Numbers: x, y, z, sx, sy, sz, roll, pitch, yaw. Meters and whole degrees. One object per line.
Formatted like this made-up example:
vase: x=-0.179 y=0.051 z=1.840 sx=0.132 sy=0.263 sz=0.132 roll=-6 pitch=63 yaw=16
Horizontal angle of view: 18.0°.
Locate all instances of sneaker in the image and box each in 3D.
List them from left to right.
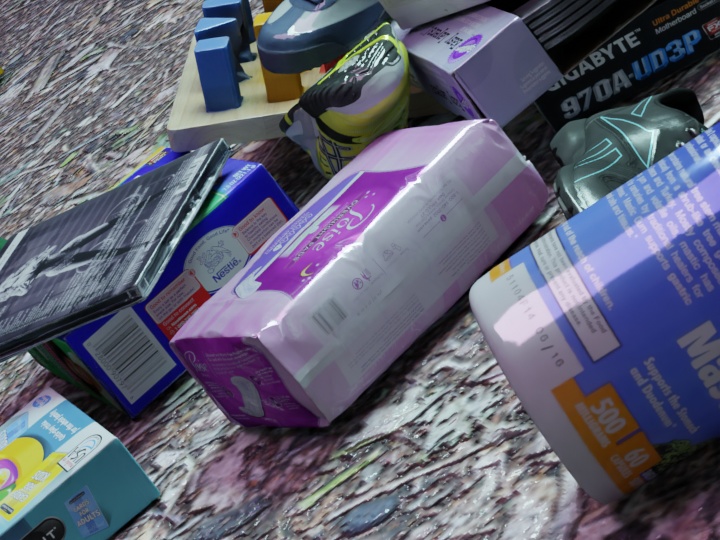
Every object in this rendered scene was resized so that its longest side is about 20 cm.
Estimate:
sneaker: x=0.001 y=-0.208 z=1.432 sx=0.200 sy=0.082 sz=0.070 roll=-44 pitch=44 yaw=-20
sneaker: x=0.007 y=-0.095 z=1.388 sx=0.075 sy=0.076 sz=0.200 roll=-41 pitch=1 yaw=-8
sneaker: x=0.141 y=-0.043 z=1.125 sx=0.079 sy=0.075 sz=0.200 roll=-29 pitch=21 yaw=12

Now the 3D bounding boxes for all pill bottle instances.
pill bottle: x=0.155 y=0.001 z=0.948 sx=0.200 sy=0.112 sz=0.112 roll=-33 pitch=20 yaw=8

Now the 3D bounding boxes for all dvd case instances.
dvd case: x=-0.179 y=-0.002 z=1.417 sx=0.200 sy=0.016 sz=0.149 roll=-22 pitch=28 yaw=35

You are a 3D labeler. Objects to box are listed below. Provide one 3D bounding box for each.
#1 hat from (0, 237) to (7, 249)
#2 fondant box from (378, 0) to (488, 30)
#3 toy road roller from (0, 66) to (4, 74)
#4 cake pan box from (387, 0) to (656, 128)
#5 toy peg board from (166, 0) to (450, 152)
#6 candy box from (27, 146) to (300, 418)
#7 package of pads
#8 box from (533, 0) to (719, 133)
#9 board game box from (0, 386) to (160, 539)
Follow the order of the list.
hat: x=-0.352 y=0.073 z=1.752 sx=0.199 sy=0.177 sz=0.166 roll=3 pitch=19 yaw=-4
fondant box: x=0.106 y=-0.238 z=1.362 sx=0.144 sy=0.058 sz=0.200 roll=-12 pitch=33 yaw=53
toy road roller: x=-0.498 y=-0.208 z=2.478 sx=0.200 sy=0.123 sz=0.146 roll=-41 pitch=9 yaw=-12
cake pan box: x=0.112 y=-0.168 z=1.354 sx=0.184 sy=0.052 sz=0.200 roll=-41 pitch=18 yaw=0
toy peg board: x=-0.034 y=-0.176 z=1.571 sx=0.199 sy=0.098 sz=0.200 roll=-8 pitch=24 yaw=6
candy box: x=-0.139 y=0.001 z=1.476 sx=0.169 sy=0.077 sz=0.200 roll=-42 pitch=20 yaw=-14
package of pads: x=0.000 y=0.000 z=1.254 sx=0.200 sy=0.076 sz=0.120 roll=-45 pitch=18 yaw=-25
box: x=0.196 y=-0.176 z=1.374 sx=0.200 sy=0.046 sz=0.159 roll=-28 pitch=22 yaw=23
board game box: x=-0.224 y=0.160 z=1.302 sx=0.200 sy=0.047 sz=0.151 roll=-40 pitch=20 yaw=-12
